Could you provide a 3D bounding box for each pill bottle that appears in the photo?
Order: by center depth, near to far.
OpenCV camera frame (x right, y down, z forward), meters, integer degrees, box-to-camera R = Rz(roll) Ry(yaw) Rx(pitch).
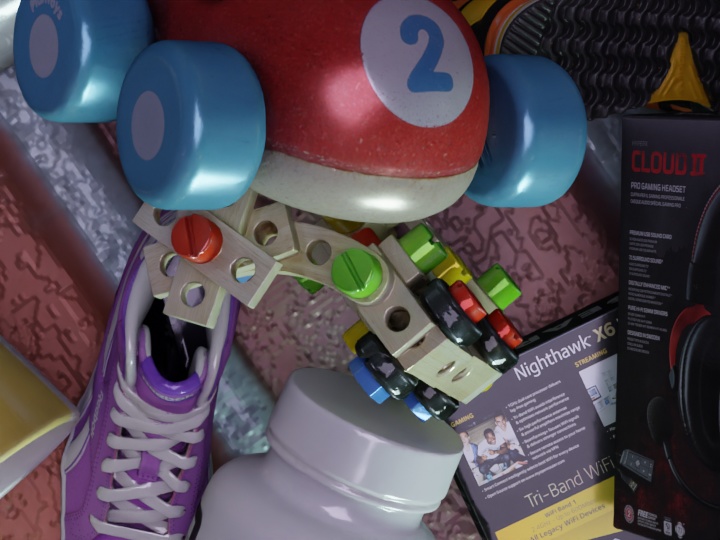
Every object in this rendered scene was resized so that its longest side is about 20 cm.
[{"bbox_3d":[-0.030,0.149,0.960,0.111,0.111,0.201,22,102,-4],"label":"pill bottle"}]

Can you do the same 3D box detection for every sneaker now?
[{"bbox_3d":[-0.094,0.070,0.964,0.072,0.114,0.202,8,95,-4],"label":"sneaker"},{"bbox_3d":[0.131,-0.104,0.984,0.199,0.090,0.070,-1,109,-28],"label":"sneaker"}]

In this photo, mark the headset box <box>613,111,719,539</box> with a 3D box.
[{"bbox_3d":[0.173,0.017,0.892,0.075,0.148,0.201,-2,96,-27],"label":"headset box"}]

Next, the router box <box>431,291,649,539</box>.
[{"bbox_3d":[0.147,0.084,1.004,0.199,0.052,0.158,-25,94,0],"label":"router box"}]

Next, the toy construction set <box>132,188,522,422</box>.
[{"bbox_3d":[0.000,0.000,0.912,0.092,0.200,0.131,-44,69,20],"label":"toy construction set"}]

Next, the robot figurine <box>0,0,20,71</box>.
[{"bbox_3d":[-0.137,-0.158,0.945,0.199,0.113,0.170,-28,110,0],"label":"robot figurine"}]

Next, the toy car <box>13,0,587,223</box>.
[{"bbox_3d":[-0.010,-0.136,0.842,0.184,0.177,0.201,-2,115,-34],"label":"toy car"}]

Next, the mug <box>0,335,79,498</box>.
[{"bbox_3d":[-0.216,0.042,0.935,0.153,0.187,0.149,51,48,4],"label":"mug"}]
